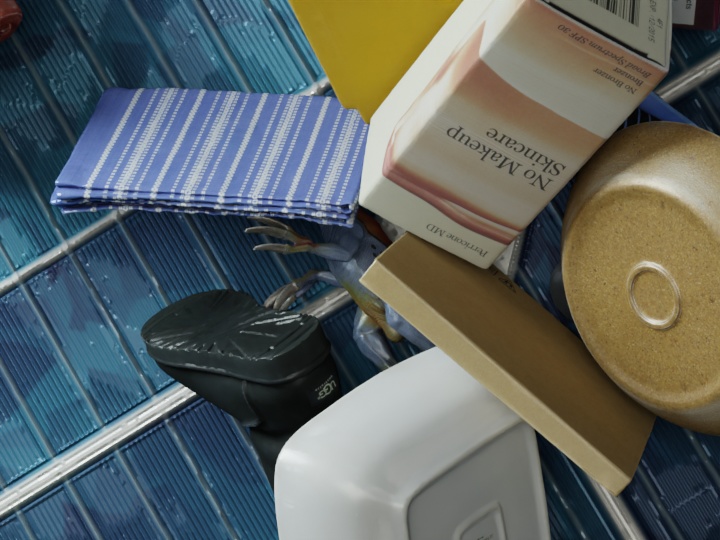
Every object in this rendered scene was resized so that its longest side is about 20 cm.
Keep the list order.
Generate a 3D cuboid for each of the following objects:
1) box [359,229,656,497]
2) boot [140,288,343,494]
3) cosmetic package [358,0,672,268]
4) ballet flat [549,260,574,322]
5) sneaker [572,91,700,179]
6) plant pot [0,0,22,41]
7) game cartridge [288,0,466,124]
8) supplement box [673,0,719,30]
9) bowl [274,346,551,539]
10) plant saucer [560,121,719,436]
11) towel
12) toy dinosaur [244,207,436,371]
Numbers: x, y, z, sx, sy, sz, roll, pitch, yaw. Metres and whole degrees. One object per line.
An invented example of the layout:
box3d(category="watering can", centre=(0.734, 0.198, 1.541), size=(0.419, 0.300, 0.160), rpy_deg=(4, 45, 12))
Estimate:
box3d(category="box", centre=(0.096, 0.047, 1.319), size=(0.200, 0.163, 0.021), rpy_deg=(41, 108, 3))
box3d(category="boot", centre=(-0.054, 0.102, 1.378), size=(0.073, 0.198, 0.163), rpy_deg=(-35, 115, -27))
box3d(category="cosmetic package", centre=(0.092, -0.105, 1.289), size=(0.103, 0.087, 0.200), rpy_deg=(25, 134, -15))
box3d(category="ballet flat", centre=(0.218, 0.022, 1.359), size=(0.199, 0.073, 0.073), rpy_deg=(13, 90, 9))
box3d(category="sneaker", centre=(0.175, -0.076, 1.373), size=(0.200, 0.070, 0.078), rpy_deg=(42, 96, 14))
box3d(category="plant pot", centre=(-0.336, -0.205, 1.395), size=(0.200, 0.201, 0.196), rpy_deg=(-34, 92, 5))
box3d(category="game cartridge", centre=(0.054, -0.178, 1.312), size=(0.199, 0.177, 0.033), rpy_deg=(-8, 41, 23))
box3d(category="supplement box", centre=(0.134, -0.226, 1.352), size=(0.199, 0.086, 0.111), rpy_deg=(5, 58, 8))
box3d(category="bowl", centre=(0.048, 0.162, 1.297), size=(0.074, 0.200, 0.201), rpy_deg=(9, 116, 40))
box3d(category="plant saucer", centre=(0.187, 0.011, 1.287), size=(0.200, 0.035, 0.201), rpy_deg=(24, 125, 40))
box3d(category="towel", centre=(-0.089, -0.075, 1.383), size=(0.199, 0.145, 0.024), rpy_deg=(4, 124, 8))
box3d(category="toy dinosaur", centre=(0.000, 0.000, 1.407), size=(0.199, 0.105, 0.182), rpy_deg=(-3, 72, -28))
